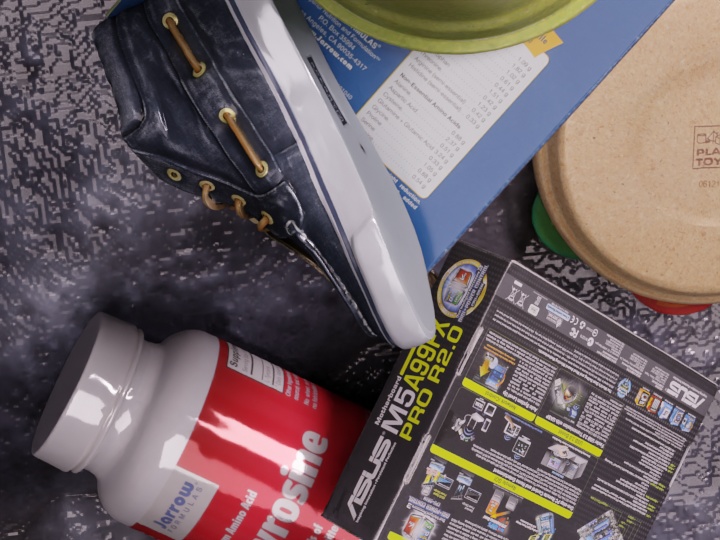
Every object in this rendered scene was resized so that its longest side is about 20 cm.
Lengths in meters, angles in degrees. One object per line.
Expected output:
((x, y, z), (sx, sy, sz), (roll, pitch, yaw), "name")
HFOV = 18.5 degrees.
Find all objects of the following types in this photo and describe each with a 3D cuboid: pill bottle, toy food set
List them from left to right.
((-0.069, 0.102, 1.193), (0.200, 0.112, 0.112), (26, 106, -13), "pill bottle")
((0.183, -0.071, 1.185), (0.199, 0.049, 0.199), (-17, 110, 1), "toy food set")

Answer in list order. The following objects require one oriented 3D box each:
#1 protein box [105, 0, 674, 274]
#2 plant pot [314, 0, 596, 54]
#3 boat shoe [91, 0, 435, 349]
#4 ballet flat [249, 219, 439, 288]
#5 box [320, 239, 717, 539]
((0.024, -0.138, 1.079), (0.198, 0.135, 0.200), (42, 102, -1), "protein box")
((0.031, -0.183, 0.907), (0.200, 0.184, 0.201), (1, 100, 7), "plant pot")
((-0.043, -0.044, 1.006), (0.091, 0.071, 0.201), (-26, 90, 13), "boat shoe")
((0.000, 0.000, 1.186), (0.200, 0.067, 0.046), (40, 64, -20), "ballet flat")
((0.089, 0.094, 1.169), (0.200, 0.044, 0.161), (28, 87, -43), "box")
